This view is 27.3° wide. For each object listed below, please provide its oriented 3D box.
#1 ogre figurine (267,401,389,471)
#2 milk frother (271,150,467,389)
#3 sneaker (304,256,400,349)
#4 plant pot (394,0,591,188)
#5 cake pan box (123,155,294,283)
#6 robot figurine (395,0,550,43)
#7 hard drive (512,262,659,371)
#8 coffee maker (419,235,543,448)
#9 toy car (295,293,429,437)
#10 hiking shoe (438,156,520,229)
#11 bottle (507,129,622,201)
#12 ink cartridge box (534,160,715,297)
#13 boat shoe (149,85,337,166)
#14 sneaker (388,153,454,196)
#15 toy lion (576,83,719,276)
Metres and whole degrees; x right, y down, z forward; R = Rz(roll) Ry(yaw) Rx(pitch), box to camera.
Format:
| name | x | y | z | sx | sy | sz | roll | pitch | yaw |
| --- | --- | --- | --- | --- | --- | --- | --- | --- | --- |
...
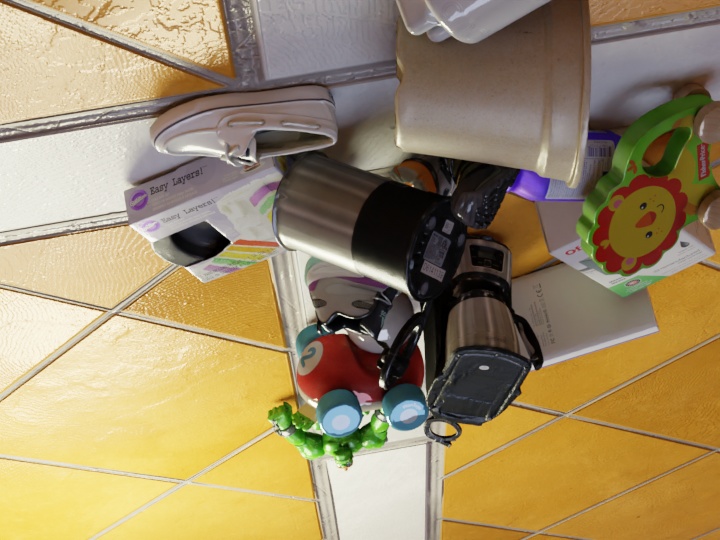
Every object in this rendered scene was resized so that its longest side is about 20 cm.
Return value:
| name | x | y | z | sx | sy | sz | roll | pitch | yaw |
| --- | --- | --- | --- | --- | --- | --- | --- | --- | --- |
| ogre figurine | -0.032 | 0.241 | 2.295 | 0.199 | 0.098 | 0.120 | -24 | 136 | -8 |
| milk frother | 0.000 | 0.000 | 1.624 | 0.187 | 0.201 | 0.181 | 21 | 161 | 32 |
| sneaker | 0.033 | 0.033 | 1.861 | 0.198 | 0.141 | 0.078 | -17 | 152 | 12 |
| plant pot | 0.125 | -0.185 | 1.461 | 0.182 | 0.202 | 0.201 | 2 | 153 | 1 |
| cake pan box | -0.148 | -0.067 | 1.706 | 0.199 | 0.053 | 0.184 | -19 | 149 | 15 |
| robot figurine | 0.124 | -0.281 | 1.331 | 0.199 | 0.114 | 0.169 | -27 | 168 | 29 |
| hard drive | 0.290 | 0.051 | 2.001 | 0.199 | 0.133 | 0.025 | -18 | 151 | 14 |
| coffee maker | 0.129 | 0.084 | 1.906 | 0.134 | 0.201 | 0.192 | 31 | 128 | -29 |
| toy car | 0.004 | 0.085 | 1.975 | 0.175 | 0.185 | 0.201 | -4 | 123 | -12 |
| hiking shoe | 0.113 | -0.110 | 1.565 | 0.100 | 0.200 | 0.076 | 25 | 119 | 8 |
| bottle | 0.210 | -0.121 | 1.701 | 0.198 | 0.084 | 0.065 | -1 | -164 | -20 |
| ink cartridge box | 0.334 | -0.055 | 1.871 | 0.145 | 0.085 | 0.199 | -28 | 148 | 29 |
| boat shoe | -0.122 | -0.144 | 1.551 | 0.198 | 0.066 | 0.074 | -12 | 153 | 2 |
| sneaker | 0.071 | -0.090 | 1.722 | 0.077 | 0.078 | 0.200 | -45 | 177 | -19 |
| toy lion | 0.334 | -0.092 | 1.700 | 0.190 | 0.069 | 0.201 | -23 | 130 | -12 |
